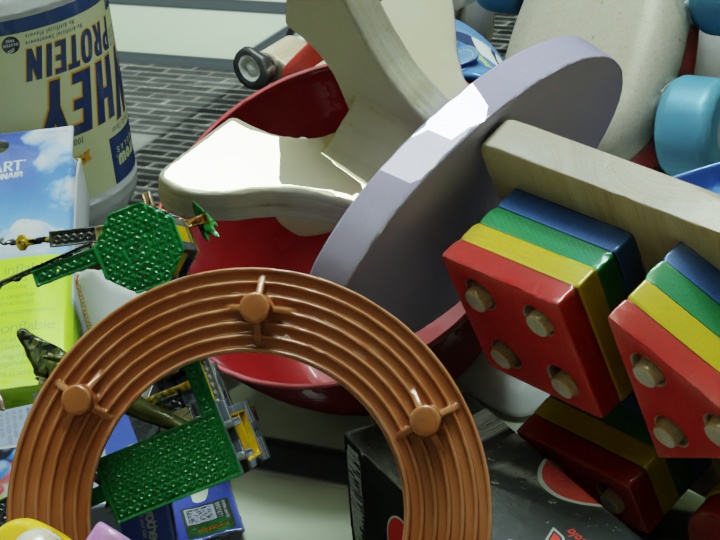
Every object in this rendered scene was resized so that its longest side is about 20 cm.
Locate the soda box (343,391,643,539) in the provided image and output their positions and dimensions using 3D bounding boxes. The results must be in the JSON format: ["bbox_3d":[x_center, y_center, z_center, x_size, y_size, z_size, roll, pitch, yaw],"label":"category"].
[{"bbox_3d":[0.065,0.125,0.873,0.071,0.063,0.200,-17,27,-20],"label":"soda box"}]

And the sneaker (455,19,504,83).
[{"bbox_3d":[0.054,-0.101,1.188,0.200,0.074,0.082,46,10,37],"label":"sneaker"}]

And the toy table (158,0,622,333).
[{"bbox_3d":[0.013,-0.059,0.938,0.117,0.184,0.200,36,45,22],"label":"toy table"}]

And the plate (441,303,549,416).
[{"bbox_3d":[0.107,0.005,1.162,0.200,0.032,0.199,-21,29,-27],"label":"plate"}]

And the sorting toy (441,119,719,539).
[{"bbox_3d":[0.136,0.056,0.855,0.070,0.200,0.199,-43,43,-21],"label":"sorting toy"}]

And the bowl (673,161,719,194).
[{"bbox_3d":[0.203,-0.022,1.053,0.200,0.039,0.201,-16,11,3],"label":"bowl"}]

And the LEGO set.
[{"bbox_3d":[-0.131,0.057,0.905,0.200,0.154,0.116,-30,-3,3],"label":"LEGO set"}]

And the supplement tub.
[{"bbox_3d":[-0.218,-0.098,1.269,0.145,0.200,0.145,-6,24,3],"label":"supplement tub"}]

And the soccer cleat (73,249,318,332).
[{"bbox_3d":[-0.076,-0.003,1.149,0.200,0.085,0.069,-31,9,-38],"label":"soccer cleat"}]

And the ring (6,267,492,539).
[{"bbox_3d":[-0.047,0.098,0.821,0.200,0.201,0.019,-4,-6,6],"label":"ring"}]

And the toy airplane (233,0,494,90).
[{"bbox_3d":[0.021,-0.139,1.353,0.200,0.141,0.199,-35,-2,-1],"label":"toy airplane"}]

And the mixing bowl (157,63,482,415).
[{"bbox_3d":[0.000,0.000,1.067,0.200,0.108,0.200,-9,55,13],"label":"mixing bowl"}]

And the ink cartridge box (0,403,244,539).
[{"bbox_3d":[-0.165,0.107,1.005,0.200,0.042,0.119,-9,25,-9],"label":"ink cartridge box"}]

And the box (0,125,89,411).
[{"bbox_3d":[-0.215,0.008,1.144,0.122,0.048,0.200,-7,46,1],"label":"box"}]

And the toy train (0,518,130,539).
[{"bbox_3d":[-0.154,0.163,0.778,0.200,0.056,0.151,-1,66,26],"label":"toy train"}]

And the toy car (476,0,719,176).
[{"bbox_3d":[0.179,-0.118,1.291,0.184,0.177,0.200,10,-10,32],"label":"toy car"}]
